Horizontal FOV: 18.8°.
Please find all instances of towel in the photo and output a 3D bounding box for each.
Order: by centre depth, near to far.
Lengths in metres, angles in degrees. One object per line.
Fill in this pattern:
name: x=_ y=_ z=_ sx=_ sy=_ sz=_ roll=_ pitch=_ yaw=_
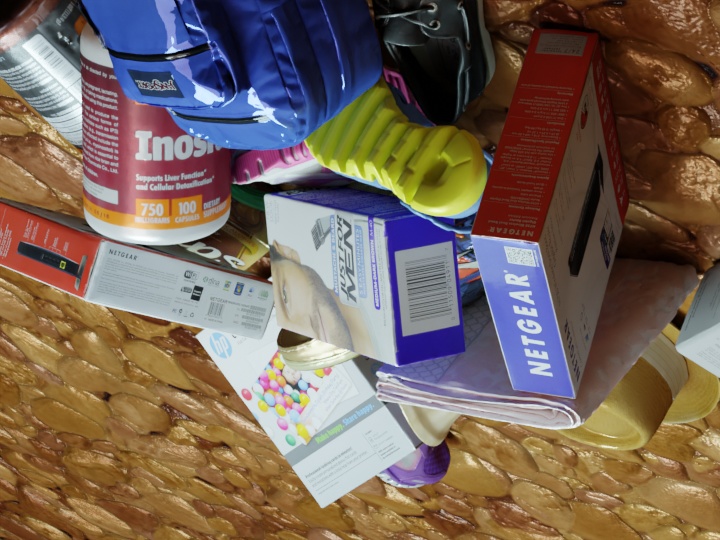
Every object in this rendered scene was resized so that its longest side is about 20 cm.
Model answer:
towel: x=0.135 y=0.046 z=1.676 sx=0.191 sy=0.200 sz=0.032 roll=7 pitch=127 yaw=36

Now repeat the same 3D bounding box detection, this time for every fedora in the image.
fedora: x=0.198 y=0.091 z=1.813 sx=0.200 sy=0.082 sz=0.201 roll=20 pitch=152 yaw=12

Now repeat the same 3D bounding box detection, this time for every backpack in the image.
backpack: x=-0.094 y=-0.176 z=1.480 sx=0.162 sy=0.168 sz=0.200 roll=12 pitch=135 yaw=45

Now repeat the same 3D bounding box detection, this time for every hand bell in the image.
hand bell: x=0.131 y=0.061 z=1.744 sx=0.200 sy=0.104 sz=0.104 roll=-21 pitch=133 yaw=20

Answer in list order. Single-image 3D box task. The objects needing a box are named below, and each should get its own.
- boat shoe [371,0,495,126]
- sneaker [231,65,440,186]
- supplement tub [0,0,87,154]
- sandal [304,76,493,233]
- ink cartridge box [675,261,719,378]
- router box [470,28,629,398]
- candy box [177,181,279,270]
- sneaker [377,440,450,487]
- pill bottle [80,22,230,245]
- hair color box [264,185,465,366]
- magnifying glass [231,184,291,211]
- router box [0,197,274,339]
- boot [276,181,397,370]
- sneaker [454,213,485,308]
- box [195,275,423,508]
boat shoe: x=0.041 y=-0.174 z=1.504 sx=0.074 sy=0.066 sz=0.199 roll=14 pitch=151 yaw=22
sneaker: x=-0.012 y=-0.109 z=1.657 sx=0.200 sy=0.081 sz=0.088 roll=-6 pitch=173 yaw=38
supplement tub: x=-0.211 y=-0.156 z=1.714 sx=0.107 sy=0.107 sz=0.200 roll=-5 pitch=141 yaw=45
sandal: x=0.033 y=-0.079 z=1.533 sx=0.087 sy=0.080 sz=0.200 roll=32 pitch=-173 yaw=-46
ink cartridge box: x=0.348 y=0.036 z=1.584 sx=0.146 sy=0.084 sz=0.200 roll=32 pitch=152 yaw=-11
router box: x=0.137 y=-0.038 z=1.532 sx=0.049 sy=0.180 sz=0.200 roll=7 pitch=149 yaw=19
candy box: x=-0.151 y=-0.041 z=1.920 sx=0.117 sy=0.057 sz=0.200 roll=34 pitch=151 yaw=-12
sneaker: x=0.042 y=0.137 z=2.046 sx=0.088 sy=0.081 sz=0.200 roll=-4 pitch=140 yaw=33
pill bottle: x=-0.152 y=-0.129 z=1.622 sx=0.113 sy=0.113 sz=0.200 roll=13 pitch=116 yaw=25
hair color box: x=0.000 y=0.000 z=1.627 sx=0.200 sy=0.065 sz=0.109 roll=15 pitch=113 yaw=63
magnifying glass: x=-0.039 y=-0.053 z=1.825 sx=0.200 sy=0.022 sz=0.080 roll=33 pitch=138 yaw=-23
router box: x=-0.199 y=-0.004 z=1.773 sx=0.179 sy=0.049 sz=0.200 roll=19 pitch=-177 yaw=42
boot: x=-0.023 y=-0.007 z=1.799 sx=0.200 sy=0.073 sz=0.155 roll=-27 pitch=125 yaw=30
sneaker: x=0.086 y=-0.020 z=1.702 sx=0.200 sy=0.075 sz=0.079 roll=-12 pitch=119 yaw=11
box: x=-0.041 y=0.101 z=1.970 sx=0.200 sy=0.041 sz=0.156 roll=55 pitch=136 yaw=1
